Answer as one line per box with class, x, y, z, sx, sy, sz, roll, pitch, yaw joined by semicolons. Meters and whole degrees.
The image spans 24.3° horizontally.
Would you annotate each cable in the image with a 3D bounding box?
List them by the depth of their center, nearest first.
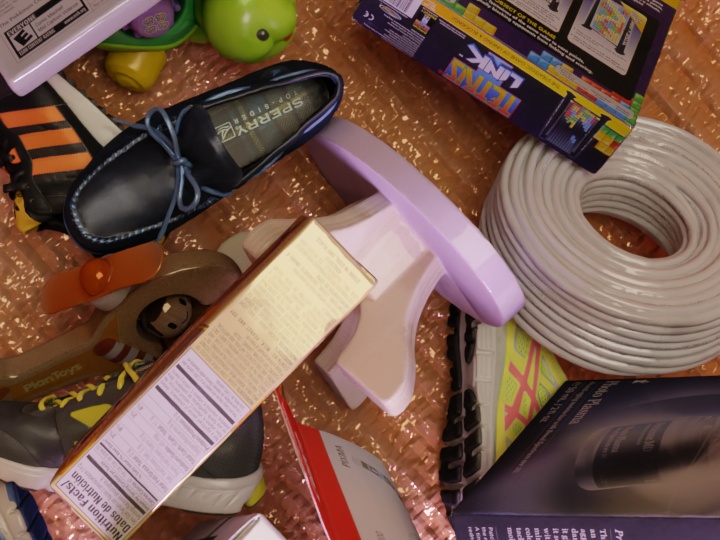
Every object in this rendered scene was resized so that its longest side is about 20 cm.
cable;0.181;-0.020;1.137;0.197;0.070;0.201;7;47;-11

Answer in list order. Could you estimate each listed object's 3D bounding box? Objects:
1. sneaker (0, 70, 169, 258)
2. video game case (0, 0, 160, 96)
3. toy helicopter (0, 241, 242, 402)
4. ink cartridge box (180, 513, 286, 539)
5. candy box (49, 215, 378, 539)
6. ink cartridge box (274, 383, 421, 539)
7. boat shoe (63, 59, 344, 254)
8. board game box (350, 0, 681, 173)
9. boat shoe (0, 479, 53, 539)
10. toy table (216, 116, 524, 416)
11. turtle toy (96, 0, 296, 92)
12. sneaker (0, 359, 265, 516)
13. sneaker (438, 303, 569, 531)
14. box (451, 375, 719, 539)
sneaker;-0.208;-0.073;1.077;0.200;0.070;0.090;39;70;-8
video game case;-0.173;-0.230;1.044;0.199;0.022;0.183;-35;64;-1
toy helicopter;-0.165;0.042;1.050;0.198;0.133;0.079;-23;52;-1
ink cartridge box;-0.058;0.226;1.000;0.147;0.200;0.083;47;72;-4
candy box;-0.082;0.057;0.934;0.055;0.115;0.200;44;88;-5
ink cartridge box;0.005;0.147;1.012;0.047;0.160;0.201;-24;119;-1
boat shoe;-0.100;-0.082;1.048;0.199;0.069;0.085;-38;99;-16
board game box;0.112;-0.182;1.153;0.199;0.057;0.166;33;45;-4
boat shoe;-0.205;0.229;1.033;0.072;0.072;0.202;-22;92;1
toy table;0.000;0.000;1.079;0.117;0.200;0.184;-42;130;-11
turtle toy;-0.134;-0.199;1.103;0.198;0.101;0.147;27;75;-9
sneaker;-0.151;0.090;1.027;0.197;0.075;0.086;9;103;-5
sneaker;0.107;0.097;1.133;0.089;0.078;0.203;9;78;-16
box;0.190;0.152;1.010;0.200;0.196;0.125;-38;120;-56
